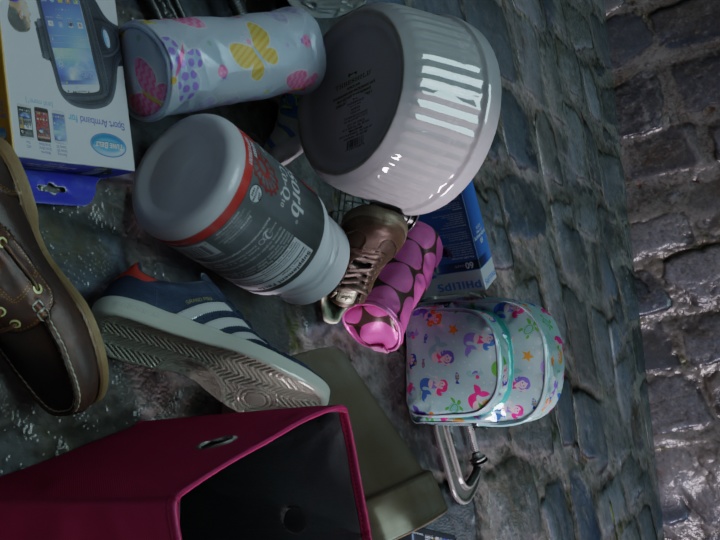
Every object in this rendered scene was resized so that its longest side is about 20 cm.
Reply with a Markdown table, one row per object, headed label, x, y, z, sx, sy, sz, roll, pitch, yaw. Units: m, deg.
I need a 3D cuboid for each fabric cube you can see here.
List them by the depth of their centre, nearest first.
| label | x | y | z | sx | sy | sz | roll | pitch | yaw |
| --- | --- | --- | --- | --- | --- | --- | --- | --- | --- |
| fabric cube | -0.121 | 0.212 | 0.566 | 0.196 | 0.199 | 0.201 | -14 | 95 | -61 |

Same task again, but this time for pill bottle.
| label | x | y | z | sx | sy | sz | roll | pitch | yaw |
| --- | --- | --- | --- | --- | --- | --- | --- | --- | --- |
| pill bottle | -0.100 | -0.046 | 0.764 | 0.200 | 0.116 | 0.116 | 37 | 51 | -53 |

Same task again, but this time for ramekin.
| label | x | y | z | sx | sy | sz | roll | pitch | yaw |
| --- | --- | --- | --- | --- | --- | --- | --- | --- | --- |
| ramekin | 0.027 | -0.159 | 0.809 | 0.105 | 0.200 | 0.201 | 9 | 74 | -40 |

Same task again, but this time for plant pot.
| label | x | y | z | sx | sy | sz | roll | pitch | yaw |
| --- | --- | --- | --- | --- | --- | --- | --- | --- | --- |
| plant pot | -0.043 | 0.170 | 0.761 | 0.200 | 0.200 | 0.174 | 4 | 62 | -61 |

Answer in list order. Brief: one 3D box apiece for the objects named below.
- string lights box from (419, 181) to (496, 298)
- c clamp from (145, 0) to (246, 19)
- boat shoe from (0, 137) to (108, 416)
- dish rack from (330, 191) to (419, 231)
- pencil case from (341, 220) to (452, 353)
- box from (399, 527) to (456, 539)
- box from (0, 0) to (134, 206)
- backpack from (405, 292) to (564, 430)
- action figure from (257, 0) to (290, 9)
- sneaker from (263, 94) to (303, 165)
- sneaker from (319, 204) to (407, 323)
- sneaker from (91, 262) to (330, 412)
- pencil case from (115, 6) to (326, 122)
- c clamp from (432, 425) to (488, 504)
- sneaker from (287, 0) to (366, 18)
| label | x | y | z | sx | sy | sz | roll | pitch | yaw |
| --- | --- | --- | --- | --- | --- | --- | --- | --- | --- |
| string lights box | 0.113 | -0.067 | 1.177 | 0.059 | 0.103 | 0.200 | -41 | 118 | -58 |
| c clamp | -0.148 | -0.277 | 0.812 | 0.171 | 0.027 | 0.200 | -54 | 129 | -37 |
| boat shoe | -0.235 | 0.011 | 0.549 | 0.200 | 0.070 | 0.070 | 66 | 24 | -10 |
| dish rack | 0.018 | -0.122 | 0.979 | 0.054 | 0.153 | 0.200 | 14 | 65 | -21 |
| pencil case | 0.045 | 0.020 | 1.051 | 0.200 | 0.091 | 0.094 | -56 | 147 | -49 |
| box | 0.056 | 0.390 | 1.004 | 0.200 | 0.043 | 0.161 | 36 | 51 | -53 |
| box | -0.231 | -0.151 | 0.631 | 0.119 | 0.041 | 0.201 | -3 | 83 | -62 |
| backpack | 0.157 | 0.118 | 1.088 | 0.150 | 0.200 | 0.178 | 10 | 80 | -63 |
| action figure | -0.059 | -0.359 | 0.945 | 0.119 | 0.102 | 0.200 | 63 | 30 | -52 |
| sneaker | -0.072 | -0.193 | 0.925 | 0.105 | 0.076 | 0.200 | 52 | 36 | -13 |
| sneaker | 0.000 | 0.000 | 0.888 | 0.200 | 0.070 | 0.076 | 123 | -21 | -66 |
| sneaker | -0.112 | 0.051 | 0.680 | 0.200 | 0.075 | 0.085 | 27 | 39 | -12 |
| pencil case | -0.122 | -0.186 | 0.746 | 0.200 | 0.091 | 0.083 | -24 | 106 | -47 |
| c clamp | 0.153 | 0.234 | 1.246 | 0.171 | 0.027 | 0.200 | -25 | 104 | -61 |
| sneaker | -0.068 | -0.352 | 0.841 | 0.200 | 0.080 | 0.147 | 6 | 71 | -57 |
